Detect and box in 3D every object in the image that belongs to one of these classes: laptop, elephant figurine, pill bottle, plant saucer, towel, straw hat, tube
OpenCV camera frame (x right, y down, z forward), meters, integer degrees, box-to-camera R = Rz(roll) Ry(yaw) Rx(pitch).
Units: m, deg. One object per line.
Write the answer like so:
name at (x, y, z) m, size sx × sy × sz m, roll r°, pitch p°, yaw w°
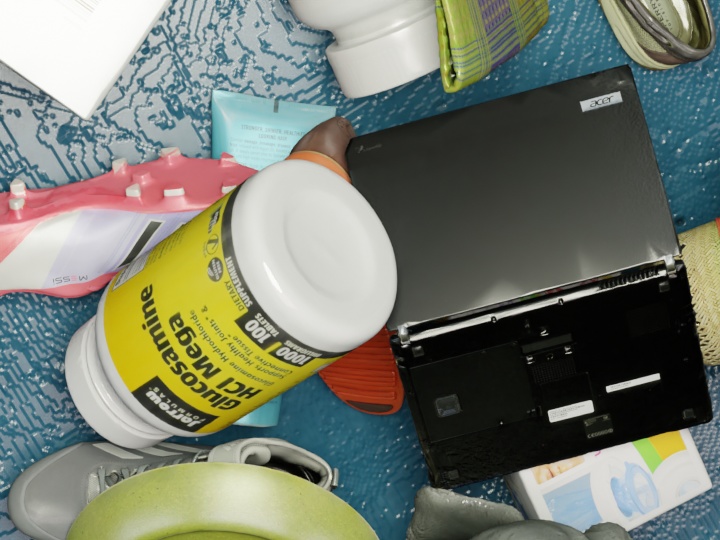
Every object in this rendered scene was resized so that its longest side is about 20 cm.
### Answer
laptop at (0.100, 0.008, 1.405) m, size 0.176 × 0.104 × 0.201 m, roll -14°, pitch 128°, yaw 4°
elephant figurine at (0.059, 0.202, 1.419) m, size 0.141 × 0.199 × 0.157 m, roll -27°, pitch 112°, yaw -41°
pill bottle at (-0.007, -0.212, 1.413) m, size 0.109 × 0.110 × 0.201 m, roll -25°, pitch 102°, yaw -6°
plant saucer at (-0.082, 0.193, 1.442) m, size 0.198 × 0.031 × 0.201 m, roll 2°, pitch 135°, yaw 2°
towel at (0.066, -0.192, 1.397) m, size 0.023 × 0.200 × 0.145 m, roll -10°, pitch 105°, yaw 21°
straw hat at (0.215, 0.015, 1.466) m, size 0.084 × 0.201 × 0.203 m, roll -15°, pitch 102°, yaw 13°
pill bottle at (-0.081, 0.027, 1.373) m, size 0.112 × 0.113 × 0.200 m, roll 45°, pitch 132°, yaw -13°
tube at (-0.065, -0.006, 1.469) m, size 0.077 × 0.050 × 0.202 m, roll 7°, pitch 92°, yaw -12°

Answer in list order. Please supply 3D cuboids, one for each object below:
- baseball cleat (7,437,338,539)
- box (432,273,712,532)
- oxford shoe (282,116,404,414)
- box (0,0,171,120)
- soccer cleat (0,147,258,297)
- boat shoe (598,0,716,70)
baseball cleat at (-0.112, 0.126, 1.447) m, size 0.198 × 0.106 × 0.070 m, roll -4°, pitch 73°, yaw -16°
box at (0.121, 0.061, 1.482) m, size 0.112 × 0.101 × 0.201 m, roll -26°, pitch 102°, yaw -5°
oxford shoe at (0.000, 0.000, 1.459) m, size 0.071 × 0.073 × 0.201 m, roll 6°, pitch 129°, yaw 23°
box at (-0.165, -0.169, 1.343) m, size 0.097 × 0.200 × 0.125 m, roll 34°, pitch 91°, yaw -13°
soccer cleat at (-0.149, -0.022, 1.437) m, size 0.198 × 0.067 × 0.077 m, roll -8°, pitch 120°, yaw -2°
boat shoe at (0.160, -0.214, 1.461) m, size 0.072 × 0.066 × 0.202 m, roll -38°, pitch 107°, yaw -20°
